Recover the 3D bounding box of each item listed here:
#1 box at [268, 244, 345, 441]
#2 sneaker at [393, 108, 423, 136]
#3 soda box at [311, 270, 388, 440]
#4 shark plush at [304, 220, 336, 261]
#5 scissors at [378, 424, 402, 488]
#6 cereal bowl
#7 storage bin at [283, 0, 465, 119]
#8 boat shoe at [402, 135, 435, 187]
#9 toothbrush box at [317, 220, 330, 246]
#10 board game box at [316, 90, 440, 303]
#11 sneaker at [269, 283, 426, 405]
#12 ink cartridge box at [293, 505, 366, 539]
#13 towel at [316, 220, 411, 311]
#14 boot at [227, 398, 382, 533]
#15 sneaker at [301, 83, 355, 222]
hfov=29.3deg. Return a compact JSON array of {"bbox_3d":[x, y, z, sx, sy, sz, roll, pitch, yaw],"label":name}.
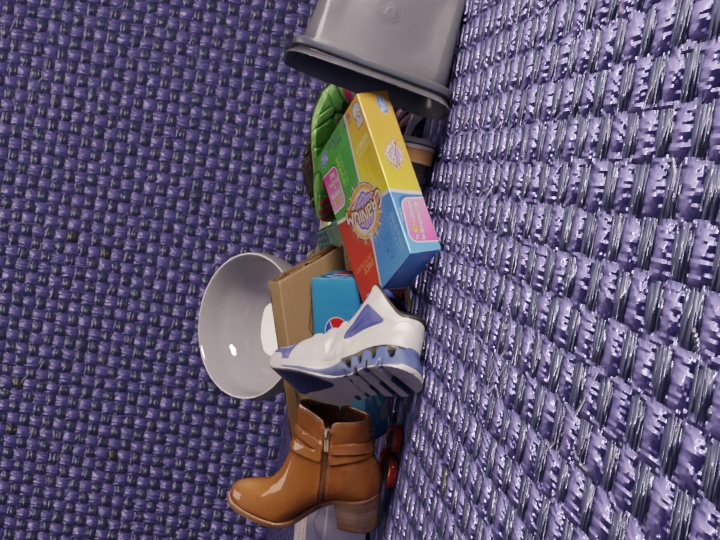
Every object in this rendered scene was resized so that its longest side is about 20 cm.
[{"bbox_3d":[-0.052,0.086,1.691,0.163,0.021,0.203,-33,-61,-58],"label":"box"},{"bbox_3d":[0.040,-0.209,1.794,0.081,0.085,0.203,-97,16,-67],"label":"sneaker"},{"bbox_3d":[-0.012,0.104,1.671,0.064,0.067,0.203,-19,-72,-62],"label":"soda box"},{"bbox_3d":[-0.042,0.007,1.967,0.200,0.090,0.084,-49,-17,-17],"label":"shark plush"},{"bbox_3d":[0.029,0.227,1.665,0.200,0.014,0.074,123,152,-79],"label":"scissors"},{"bbox_3d":[-0.129,0.077,1.884,0.198,0.083,0.204,-4,84,41],"label":"cereal bowl"},{"bbox_3d":[0.026,-0.274,1.597,0.146,0.197,0.136,168,122,-84],"label":"storage bin"},{"bbox_3d":[0.015,-0.127,1.695,0.199,0.074,0.063,2,84,52],"label":"boat shoe"},{"bbox_3d":[-0.023,-0.039,2.181,0.146,0.085,0.203,113,165,-67],"label":"toothbrush box"},{"bbox_3d":[0.018,-0.079,1.578,0.153,0.040,0.202,-53,51,57],"label":"board game box"},{"bbox_3d":[0.002,0.081,1.552,0.081,0.197,0.116,46,-129,-38],"label":"sneaker"},{"bbox_3d":[-0.043,0.358,1.823,0.200,0.081,0.149,111,167,-67],"label":"ink cartridge box"},{"bbox_3d":[0.000,0.000,1.739,0.199,0.021,0.149,-21,77,61],"label":"towel"},{"bbox_3d":[-0.068,0.223,1.621,0.074,0.197,0.157,-63,-28,-60],"label":"boot"},{"bbox_3d":[-0.049,-0.160,1.818,0.084,0.076,0.202,46,140,42],"label":"sneaker"}]
